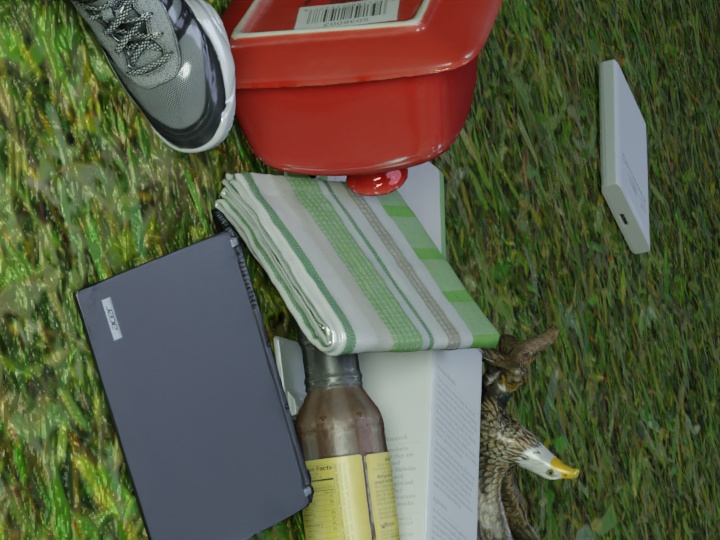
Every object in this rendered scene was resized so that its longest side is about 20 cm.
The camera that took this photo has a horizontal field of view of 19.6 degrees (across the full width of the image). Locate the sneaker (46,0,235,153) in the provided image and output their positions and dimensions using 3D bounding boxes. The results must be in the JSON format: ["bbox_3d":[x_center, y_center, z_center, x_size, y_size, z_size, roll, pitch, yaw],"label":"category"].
[{"bbox_3d":[-0.142,-0.152,1.199,0.200,0.075,0.114,68,22,-10],"label":"sneaker"}]

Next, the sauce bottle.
[{"bbox_3d":[-0.010,0.131,1.381,0.065,0.065,0.200,11,73,-69],"label":"sauce bottle"}]

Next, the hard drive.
[{"bbox_3d":[0.318,-0.137,2.511,0.132,0.026,0.200,57,28,-45],"label":"hard drive"}]

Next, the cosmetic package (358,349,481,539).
[{"bbox_3d":[0.036,0.134,1.485,0.101,0.071,0.200,48,41,-55],"label":"cosmetic package"}]

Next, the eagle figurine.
[{"bbox_3d":[0.102,0.154,1.646,0.152,0.151,0.200,0,112,-31],"label":"eagle figurine"}]

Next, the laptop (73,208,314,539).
[{"bbox_3d":[-0.101,0.068,1.268,0.200,0.103,0.177,-137,-149,-79],"label":"laptop"}]

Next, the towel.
[{"bbox_3d":[0.000,0.000,1.411,0.200,0.031,0.149,3,48,-56],"label":"towel"}]

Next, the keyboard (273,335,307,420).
[{"bbox_3d":[-0.017,0.084,1.489,0.200,0.011,0.056,21,54,-67],"label":"keyboard"}]

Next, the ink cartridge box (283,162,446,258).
[{"bbox_3d":[-0.009,-0.054,1.542,0.200,0.048,0.146,35,44,-41],"label":"ink cartridge box"}]

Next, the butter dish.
[{"bbox_3d":[0.002,-0.121,1.412,0.200,0.200,0.148,-66,150,-59],"label":"butter dish"}]
